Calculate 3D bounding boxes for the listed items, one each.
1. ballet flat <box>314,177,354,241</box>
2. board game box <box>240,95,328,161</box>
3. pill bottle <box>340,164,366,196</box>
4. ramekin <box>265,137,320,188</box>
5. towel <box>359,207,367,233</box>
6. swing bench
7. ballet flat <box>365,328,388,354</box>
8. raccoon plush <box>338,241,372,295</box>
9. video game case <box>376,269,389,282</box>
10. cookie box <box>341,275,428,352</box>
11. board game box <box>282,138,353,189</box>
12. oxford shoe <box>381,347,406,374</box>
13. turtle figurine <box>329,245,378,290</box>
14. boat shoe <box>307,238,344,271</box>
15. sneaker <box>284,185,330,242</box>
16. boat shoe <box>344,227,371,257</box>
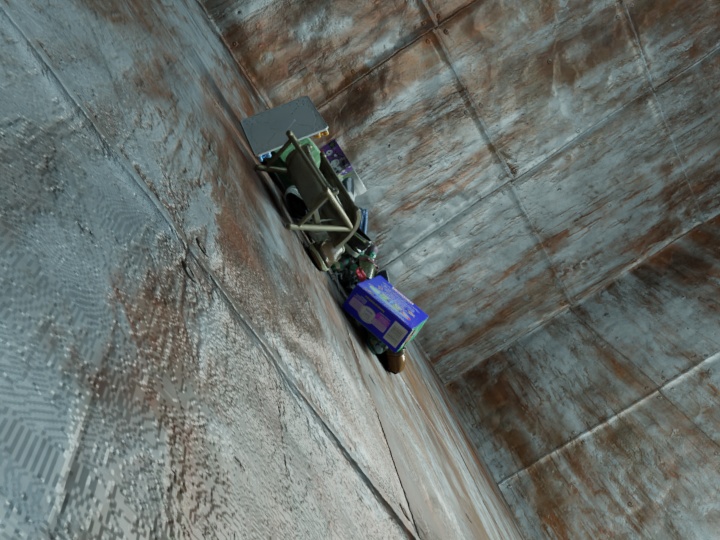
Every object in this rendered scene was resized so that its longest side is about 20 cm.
[{"bbox_3d":[-0.060,-0.157,1.781,0.073,0.201,0.073,34,-3,2],"label":"ballet flat"},{"bbox_3d":[-0.201,-0.376,1.726,0.201,0.199,0.026,-119,-172,-47],"label":"board game box"},{"bbox_3d":[-0.089,-0.222,1.943,0.117,0.199,0.116,57,3,-4],"label":"pill bottle"},{"bbox_3d":[-0.171,-0.294,1.791,0.200,0.098,0.200,46,-11,12],"label":"ramekin"},{"bbox_3d":[-0.025,-0.088,1.985,0.111,0.048,0.202,3,-92,64],"label":"towel"},{"bbox_3d":[-0.105,-0.182,1.506,0.199,0.130,0.200,20,33,-56],"label":"swing bench"},{"bbox_3d":[0.050,0.159,1.672,0.075,0.074,0.200,57,3,-14],"label":"ballet flat"},{"bbox_3d":[0.002,-0.004,1.861,0.201,0.133,0.097,58,2,7],"label":"raccoon plush"},{"bbox_3d":[0.075,0.103,1.788,0.181,0.025,0.202,119,-41,-86],"label":"video game case"},{"bbox_3d":[0.065,0.101,1.589,0.171,0.075,0.200,40,15,11],"label":"cookie box"},{"bbox_3d":[-0.129,-0.283,1.899,0.120,0.199,0.032,59,5,36],"label":"board game box"},{"bbox_3d":[0.086,0.234,1.730,0.200,0.071,0.072,42,47,-87],"label":"oxford shoe"},{"bbox_3d":[0.000,0.000,1.733,0.150,0.100,0.201,52,31,-36],"label":"turtle figurine"},{"bbox_3d":[-0.078,-0.050,1.598,0.075,0.075,0.202,58,3,-6],"label":"boat shoe"},{"bbox_3d":[-0.130,-0.124,1.687,0.201,0.075,0.115,50,13,-11],"label":"sneaker"},{"bbox_3d":[-0.052,-0.130,1.668,0.202,0.060,0.072,51,17,-2],"label":"boat shoe"}]
